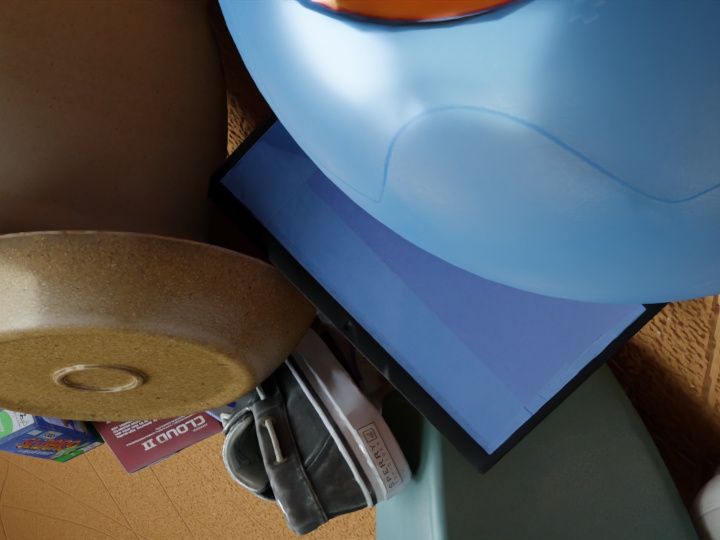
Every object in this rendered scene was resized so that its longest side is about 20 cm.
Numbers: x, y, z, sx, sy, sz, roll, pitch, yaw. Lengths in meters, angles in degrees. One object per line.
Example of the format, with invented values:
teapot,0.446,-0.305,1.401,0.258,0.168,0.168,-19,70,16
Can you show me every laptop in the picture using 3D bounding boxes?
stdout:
laptop,0.051,-0.030,0.660,0.177,0.103,0.200,45,159,-2

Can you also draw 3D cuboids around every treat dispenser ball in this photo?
treat dispenser ball,0.062,-0.094,0.387,0.200,0.201,0.201,37,158,18

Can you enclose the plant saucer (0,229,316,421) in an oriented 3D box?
plant saucer,-0.119,0.034,0.780,0.198,0.036,0.200,-1,160,0

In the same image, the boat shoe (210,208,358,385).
boat shoe,-0.031,0.013,0.950,0.200,0.072,0.068,44,160,-30

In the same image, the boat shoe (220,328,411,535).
boat shoe,-0.037,0.076,0.839,0.073,0.071,0.200,66,170,-10

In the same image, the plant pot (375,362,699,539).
plant pot,0.084,0.147,0.815,0.141,0.140,0.202,179,78,-77

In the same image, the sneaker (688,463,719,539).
sneaker,0.201,0.128,0.711,0.077,0.081,0.200,51,160,-21

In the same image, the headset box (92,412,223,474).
headset box,-0.160,0.019,1.094,0.149,0.075,0.201,-110,-6,-51

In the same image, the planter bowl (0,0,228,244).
planter bowl,-0.145,-0.097,0.801,0.199,0.136,0.200,21,-172,-3

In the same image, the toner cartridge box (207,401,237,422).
toner cartridge box,-0.129,0.021,0.914,0.095,0.043,0.200,28,172,35

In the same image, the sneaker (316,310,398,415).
sneaker,0.000,0.000,0.859,0.088,0.080,0.201,36,163,55

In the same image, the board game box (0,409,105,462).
board game box,-0.226,0.017,1.049,0.135,0.034,0.201,48,-162,-78
